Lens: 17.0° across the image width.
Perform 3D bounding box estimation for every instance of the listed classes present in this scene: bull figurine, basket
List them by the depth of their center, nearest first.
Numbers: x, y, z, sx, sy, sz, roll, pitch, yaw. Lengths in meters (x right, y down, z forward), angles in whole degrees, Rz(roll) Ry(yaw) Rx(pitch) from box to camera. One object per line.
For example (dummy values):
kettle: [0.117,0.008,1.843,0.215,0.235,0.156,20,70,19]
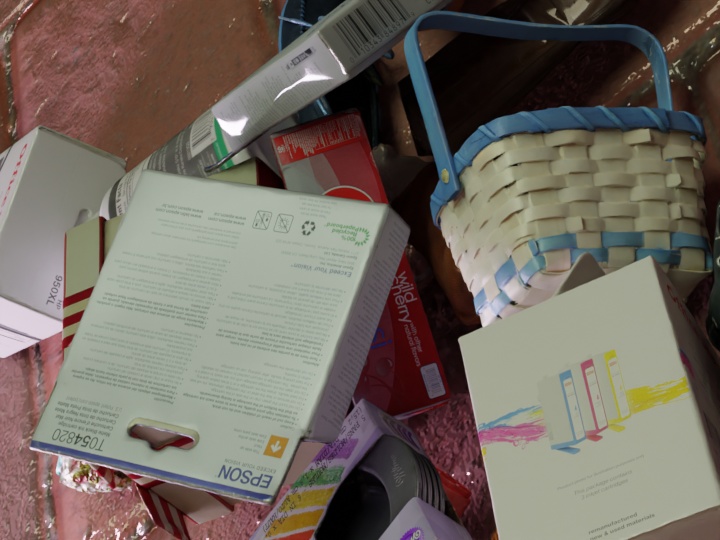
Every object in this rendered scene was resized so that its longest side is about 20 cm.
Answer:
basket: [0.120,-0.065,1.461,0.139,0.175,0.201,131,137,-59]
bull figurine: [0.072,-0.042,1.607,0.122,0.065,0.200,-49,37,14]

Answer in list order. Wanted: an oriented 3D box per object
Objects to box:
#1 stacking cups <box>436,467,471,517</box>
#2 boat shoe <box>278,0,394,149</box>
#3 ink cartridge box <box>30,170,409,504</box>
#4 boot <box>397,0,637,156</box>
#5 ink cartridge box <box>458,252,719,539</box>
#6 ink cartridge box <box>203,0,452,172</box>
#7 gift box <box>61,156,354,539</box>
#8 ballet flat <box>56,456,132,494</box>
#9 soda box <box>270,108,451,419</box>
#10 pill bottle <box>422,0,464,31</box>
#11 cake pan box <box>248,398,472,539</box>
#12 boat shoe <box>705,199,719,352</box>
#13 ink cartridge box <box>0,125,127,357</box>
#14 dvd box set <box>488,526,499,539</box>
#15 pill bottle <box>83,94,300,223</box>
stacking cups: [0.005,0.218,1.530,0.200,0.060,0.060,-54,36,2]
boat shoe: [-0.007,-0.135,1.763,0.069,0.084,0.201,-49,47,48]
ink cartridge box: [-0.087,0.043,1.490,0.199,0.041,0.201,10,69,34]
boot: [0.091,-0.173,1.630,0.200,0.064,0.187,-42,29,7]
ink cartridge box: [0.145,0.103,1.341,0.125,0.129,0.201,-23,46,14]
ink cartridge box: [-0.005,-0.156,1.585,0.199,0.041,0.200,-40,6,-35]
gift box: [-0.096,0.066,1.649,0.186,0.200,0.185,-20,46,22]
ballet flat: [-0.181,0.079,1.786,0.076,0.064,0.201,-57,-20,-59]
soda box: [0.000,0.000,1.569,0.063,0.070,0.201,-17,85,-1]
pill bottle: [0.036,-0.268,1.760,0.106,0.106,0.201,-34,40,32]
cake pan box: [-0.016,0.196,1.462,0.200,0.052,0.184,-51,28,12]
boat shoe: [0.227,0.021,1.368,0.066,0.074,0.200,-30,45,38]
ink cartridge box: [-0.275,-0.021,1.957,0.200,0.084,0.145,-22,48,64]
dvd box set: [0.084,0.265,1.368,0.147,0.029,0.201,115,154,-44]
pill bottle: [-0.123,-0.042,1.805,0.200,0.113,0.114,-35,43,32]
